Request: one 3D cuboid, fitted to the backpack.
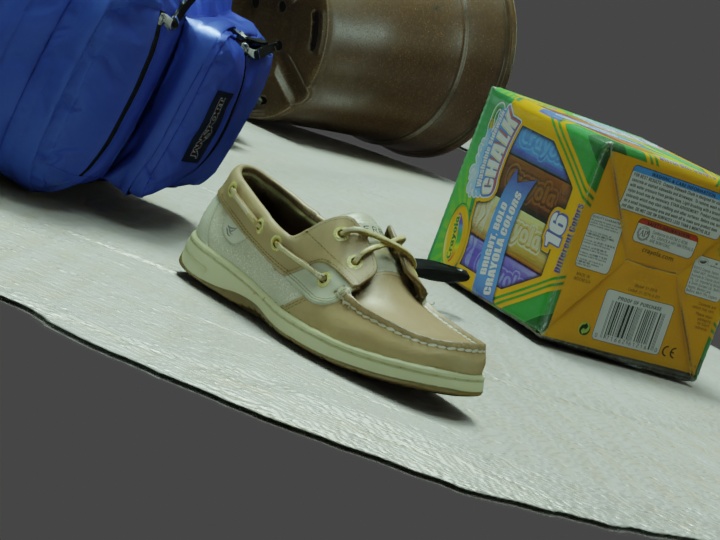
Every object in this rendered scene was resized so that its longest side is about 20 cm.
[{"bbox_3d":[-0.147,-0.123,1.490,0.167,0.163,0.200,26,9,13],"label":"backpack"}]

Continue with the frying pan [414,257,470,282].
[{"bbox_3d":[-0.016,-0.006,1.501,0.115,0.031,0.190,23,5,14],"label":"frying pan"}]

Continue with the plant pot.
[{"bbox_3d":[-0.012,-0.192,2.197,0.200,0.201,0.198,27,19,39],"label":"plant pot"}]

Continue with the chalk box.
[{"bbox_3d":[0.132,-0.031,1.685,0.125,0.124,0.200,16,10,-29],"label":"chalk box"}]

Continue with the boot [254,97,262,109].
[{"bbox_3d":[-0.141,-0.145,2.014,0.130,0.068,0.200,23,15,-12],"label":"boot"}]

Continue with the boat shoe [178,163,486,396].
[{"bbox_3d":[-0.012,0.003,1.332,0.200,0.067,0.074,27,11,39],"label":"boat shoe"}]
